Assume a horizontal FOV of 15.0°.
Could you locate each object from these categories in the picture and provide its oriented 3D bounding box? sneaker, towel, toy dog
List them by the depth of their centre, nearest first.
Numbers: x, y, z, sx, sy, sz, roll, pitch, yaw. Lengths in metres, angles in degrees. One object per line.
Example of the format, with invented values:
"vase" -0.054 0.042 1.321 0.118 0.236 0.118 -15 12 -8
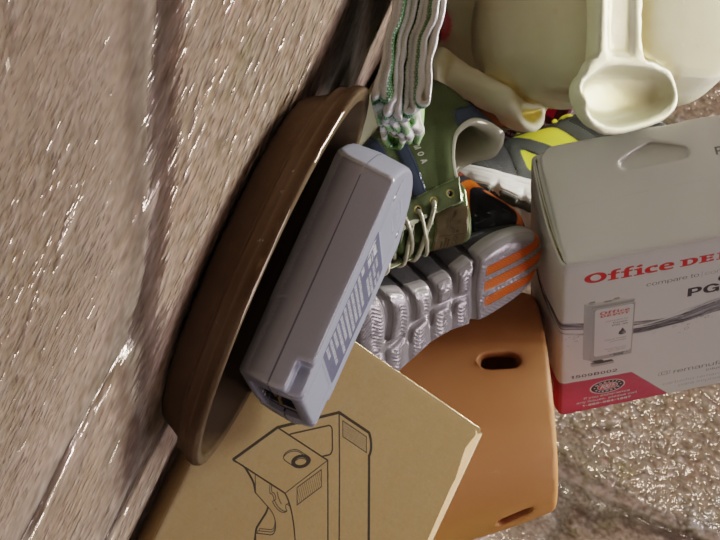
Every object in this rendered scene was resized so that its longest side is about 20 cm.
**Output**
"towel" 0.038 -0.141 1.425 0.200 0.031 0.150 48 55 -86
"sneaker" 0.021 -0.036 1.553 0.067 0.089 0.201 111 6 -50
"sneaker" 0.000 0.000 1.619 0.199 0.112 0.078 -23 141 -28
"toy dog" 0.124 -0.154 1.685 0.193 0.199 0.140 -10 95 -38
"sneaker" 0.119 -0.061 1.770 0.075 0.199 0.085 99 -2 -55

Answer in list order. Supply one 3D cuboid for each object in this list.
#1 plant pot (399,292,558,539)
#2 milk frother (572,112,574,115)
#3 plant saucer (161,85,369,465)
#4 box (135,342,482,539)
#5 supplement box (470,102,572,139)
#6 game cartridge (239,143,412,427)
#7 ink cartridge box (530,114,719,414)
"plant pot" 0.047 0.090 1.715 0.200 0.139 0.201 175 -90 -88
"milk frother" 0.171 -0.128 1.952 0.181 0.199 0.189 48 -57 54
"plant saucer" -0.048 -0.002 1.323 0.200 0.029 0.201 25 90 -86
"box" -0.034 0.135 1.477 0.021 0.163 0.201 -1 -122 56
"supplement box" 0.095 -0.133 1.821 0.061 0.108 0.201 -54 168 -71
"game cartridge" -0.014 0.006 1.366 0.134 0.041 0.200 -62 175 -7
"ink cartridge box" 0.181 -0.002 1.689 0.200 0.146 0.083 83 -5 -61
